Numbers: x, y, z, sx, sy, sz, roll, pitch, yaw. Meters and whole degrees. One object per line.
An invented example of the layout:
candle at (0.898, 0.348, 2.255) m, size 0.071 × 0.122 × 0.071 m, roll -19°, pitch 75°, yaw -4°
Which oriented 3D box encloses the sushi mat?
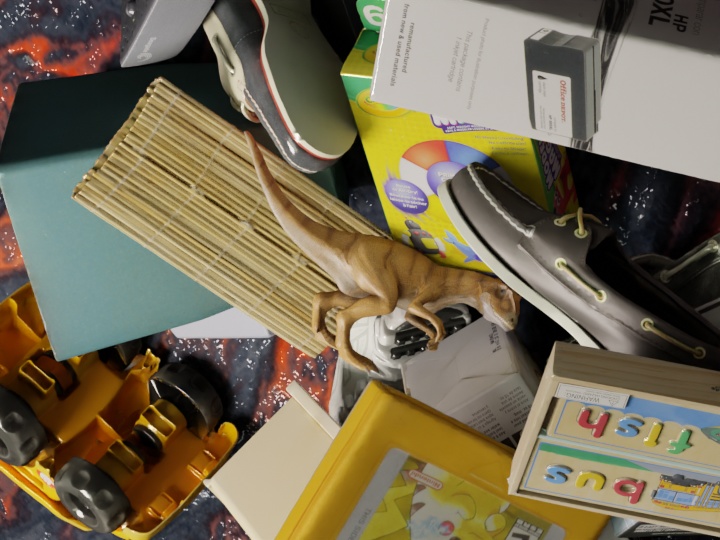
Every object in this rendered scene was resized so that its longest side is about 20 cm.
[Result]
sushi mat at (-0.074, -0.030, 1.646) m, size 0.200 × 0.096 × 0.012 m, roll 35°, pitch -170°, yaw -25°

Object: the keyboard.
keyboard at (-0.014, -0.187, 1.622) m, size 0.127 × 0.021 × 0.200 m, roll 35°, pitch 148°, yaw 65°

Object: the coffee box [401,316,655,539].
coffee box at (0.112, 0.138, 1.672) m, size 0.080 × 0.114 × 0.200 m, roll -31°, pitch 108°, yaw 9°

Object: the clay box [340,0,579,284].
clay box at (0.062, -0.075, 1.595) m, size 0.115 × 0.048 × 0.200 m, roll 6°, pitch 140°, yaw 24°

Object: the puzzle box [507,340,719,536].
puzzle box at (0.191, 0.103, 1.493) m, size 0.200 × 0.025 × 0.133 m, roll 11°, pitch 145°, yaw -1°

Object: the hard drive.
hard drive at (-0.102, -0.227, 1.629) m, size 0.042 × 0.135 × 0.200 m, roll 11°, pitch 142°, yaw -18°

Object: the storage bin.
storage bin at (0.016, 0.195, 1.703) m, size 0.199 × 0.094 × 0.200 m, roll 47°, pitch 176°, yaw -23°

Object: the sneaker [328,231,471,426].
sneaker at (0.019, 0.046, 1.766) m, size 0.200 × 0.075 × 0.081 m, roll 115°, pitch 139°, yaw -54°

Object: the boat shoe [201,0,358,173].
boat shoe at (-0.057, -0.128, 1.634) m, size 0.063 × 0.071 × 0.200 m, roll -46°, pitch 46°, yaw 27°

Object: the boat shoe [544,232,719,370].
boat shoe at (0.178, 0.020, 1.601) m, size 0.200 × 0.071 × 0.064 m, roll -27°, pitch 89°, yaw 47°

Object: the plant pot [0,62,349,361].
plant pot at (-0.113, -0.054, 1.710) m, size 0.200 × 0.141 × 0.141 m, roll -12°, pitch 116°, yaw 5°

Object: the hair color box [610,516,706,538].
hair color box at (0.234, 0.091, 1.565) m, size 0.200 × 0.099 × 0.061 m, roll -47°, pitch 50°, yaw 49°

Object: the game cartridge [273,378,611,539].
game cartridge at (0.031, 0.187, 1.580) m, size 0.176 × 0.200 × 0.032 m, roll 27°, pitch -174°, yaw -22°

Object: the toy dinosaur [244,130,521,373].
toy dinosaur at (0.000, 0.000, 1.644) m, size 0.200 × 0.060 × 0.106 m, roll 24°, pitch 97°, yaw -3°

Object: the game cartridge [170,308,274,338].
game cartridge at (-0.122, -0.046, 1.841) m, size 0.133 × 0.041 × 0.200 m, roll -3°, pitch 116°, yaw 39°

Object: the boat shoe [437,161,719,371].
boat shoe at (0.131, 0.001, 1.532) m, size 0.201 × 0.072 × 0.061 m, roll 44°, pitch 114°, yaw 15°

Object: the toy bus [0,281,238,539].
toy bus at (-0.207, 0.130, 1.985) m, size 0.200 × 0.136 × 0.192 m, roll 39°, pitch 151°, yaw 10°

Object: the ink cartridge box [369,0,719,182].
ink cartridge box at (0.120, -0.139, 1.426) m, size 0.200 × 0.145 × 0.084 m, roll 13°, pitch 131°, yaw 4°
